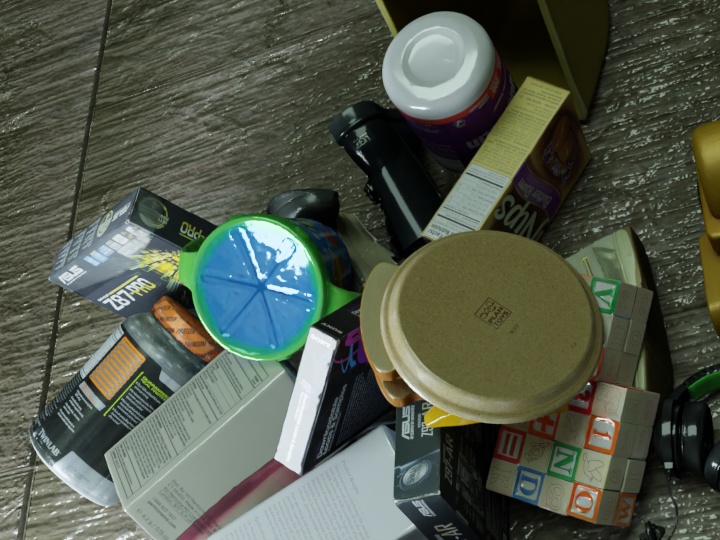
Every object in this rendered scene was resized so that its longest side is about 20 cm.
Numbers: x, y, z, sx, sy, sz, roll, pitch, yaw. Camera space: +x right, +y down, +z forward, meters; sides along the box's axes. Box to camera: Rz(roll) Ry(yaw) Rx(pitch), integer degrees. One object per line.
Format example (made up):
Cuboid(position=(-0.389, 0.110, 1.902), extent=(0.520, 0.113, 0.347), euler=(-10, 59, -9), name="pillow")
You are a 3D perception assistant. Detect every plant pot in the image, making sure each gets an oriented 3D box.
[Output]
Cuboid(position=(0.162, -0.298, 1.586), extent=(0.194, 0.196, 0.200), euler=(5, 50, 33), name="plant pot")

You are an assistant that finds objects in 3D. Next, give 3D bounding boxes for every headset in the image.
Cuboid(position=(0.298, 0.163, 1.246), extent=(0.123, 0.094, 0.200), euler=(23, 55, 40), name="headset")

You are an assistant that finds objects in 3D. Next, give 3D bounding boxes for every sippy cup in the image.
Cuboid(position=(-0.073, 0.006, 1.413), extent=(0.178, 0.130, 0.140), euler=(48, 111, 6), name="sippy cup")

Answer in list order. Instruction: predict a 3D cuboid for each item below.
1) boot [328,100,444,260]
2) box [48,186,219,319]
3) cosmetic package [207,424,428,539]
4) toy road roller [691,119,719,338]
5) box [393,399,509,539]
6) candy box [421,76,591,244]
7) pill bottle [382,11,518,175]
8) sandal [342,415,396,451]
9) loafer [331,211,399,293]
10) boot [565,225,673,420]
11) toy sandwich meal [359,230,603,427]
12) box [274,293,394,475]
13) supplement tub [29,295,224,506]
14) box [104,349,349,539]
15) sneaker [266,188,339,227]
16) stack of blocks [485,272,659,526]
Cuboid(position=(0.049, -0.085, 1.549), extent=(0.076, 0.200, 0.169), euler=(-32, 81, 13), name="boot")
Cuboid(position=(-0.210, -0.003, 1.546), extent=(0.200, 0.161, 0.049), euler=(-27, 40, 50), name="box")
Cuboid(position=(-0.027, 0.238, 1.341), extent=(0.200, 0.071, 0.102), euler=(-34, 61, 12), name="cosmetic package")
Cuboid(position=(0.351, -0.050, 1.304), extent=(0.122, 0.146, 0.201), euler=(-15, 50, 21), name="toy road roller")
Cuboid(position=(0.083, 0.146, 1.309), extent=(0.043, 0.160, 0.201), euler=(-13, 52, 22), name="box")
Cuboid(position=(0.147, -0.074, 1.463), extent=(0.056, 0.117, 0.200), euler=(26, 73, 31), name="candy box")
Cuboid(position=(0.103, -0.166, 1.495), extent=(0.112, 0.200, 0.113), euler=(-8, 67, 19), name="pill bottle")
Cuboid(position=(0.007, 0.184, 1.406), extent=(0.200, 0.043, 0.076), euler=(-33, 46, 6), name="sandal")
Cuboid(position=(0.000, 0.000, 1.533), extent=(0.200, 0.068, 0.076), euler=(-118, 45, -57), name="loafer")
Cuboid(position=(0.198, 0.065, 1.364), extent=(0.154, 0.072, 0.201), euler=(-19, 50, 21), name="boot")
Cuboid(position=(0.100, 0.055, 1.238), extent=(0.204, 0.070, 0.206), euler=(2, 56, -3), name="toy sandwich meal")
Cuboid(position=(0.002, 0.084, 1.351), extent=(0.036, 0.143, 0.200), euler=(26, 28, 20), name="box")
Cuboid(position=(-0.231, 0.130, 1.521), extent=(0.200, 0.123, 0.123), euler=(-47, 46, 1), name="supplement tub")
Cuboid(position=(-0.130, 0.171, 1.431), extent=(0.200, 0.109, 0.128), euler=(-40, 25, -2), name="box")
Cuboid(position=(-0.069, -0.016, 1.541), extent=(0.200, 0.076, 0.091), euler=(128, 134, -53), name="sneaker")
Cuboid(position=(0.190, 0.106, 1.271), extent=(0.115, 0.058, 0.201), euler=(12, 87, 41), name="stack of blocks")
